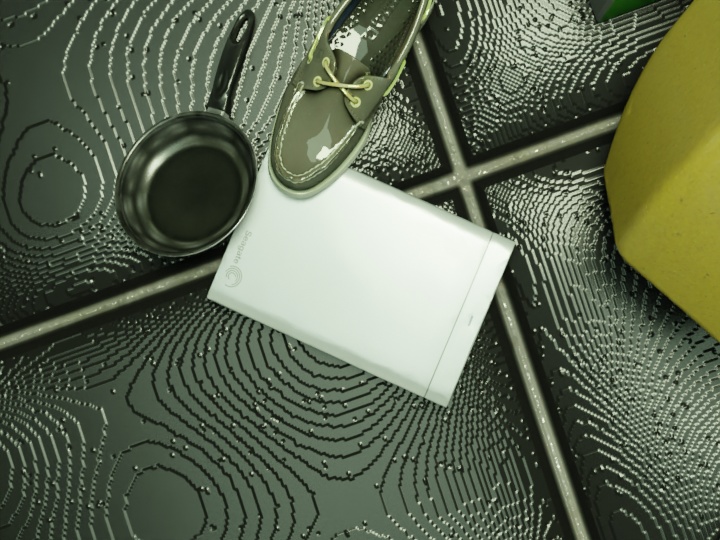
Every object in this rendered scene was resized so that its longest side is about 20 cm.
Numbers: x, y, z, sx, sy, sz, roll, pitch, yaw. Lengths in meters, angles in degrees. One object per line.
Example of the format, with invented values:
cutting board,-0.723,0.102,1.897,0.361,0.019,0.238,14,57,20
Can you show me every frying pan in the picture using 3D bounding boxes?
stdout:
frying pan,-0.129,-0.099,0.807,0.113,0.031,0.193,-7,69,12

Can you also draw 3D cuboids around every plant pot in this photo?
plant pot,0.269,-0.067,0.686,0.195,0.195,0.200,36,121,-16

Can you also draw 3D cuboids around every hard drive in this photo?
hard drive,0.000,0.000,0.802,0.197,0.027,0.134,24,91,3

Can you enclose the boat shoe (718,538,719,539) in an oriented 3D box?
boat shoe,0.311,0.150,0.762,0.071,0.070,0.203,27,94,0

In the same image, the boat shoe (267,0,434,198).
boat shoe,-0.007,-0.148,0.774,0.071,0.060,0.204,30,82,2

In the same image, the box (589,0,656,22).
box,0.236,-0.302,0.756,0.197,0.097,0.179,-21,88,3
